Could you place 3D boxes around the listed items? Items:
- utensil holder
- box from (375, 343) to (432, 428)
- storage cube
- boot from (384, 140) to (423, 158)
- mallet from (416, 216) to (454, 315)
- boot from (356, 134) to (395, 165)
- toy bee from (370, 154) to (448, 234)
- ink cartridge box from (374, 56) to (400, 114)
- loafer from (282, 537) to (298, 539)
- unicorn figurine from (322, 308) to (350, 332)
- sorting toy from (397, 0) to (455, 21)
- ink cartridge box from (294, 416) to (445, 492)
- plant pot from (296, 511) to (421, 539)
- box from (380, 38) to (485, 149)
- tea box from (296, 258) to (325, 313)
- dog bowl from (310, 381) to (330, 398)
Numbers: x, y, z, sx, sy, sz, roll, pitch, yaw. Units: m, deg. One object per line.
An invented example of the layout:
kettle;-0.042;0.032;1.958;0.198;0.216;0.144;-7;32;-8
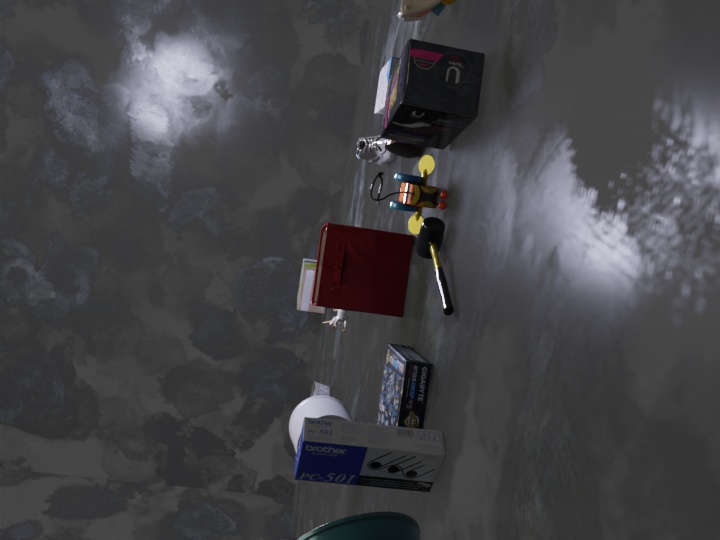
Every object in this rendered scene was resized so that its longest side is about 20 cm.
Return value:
utensil holder;-0.089;0.416;1.838;0.200;0.170;0.170;-173;91;-81
box;0.070;0.217;1.245;0.200;0.046;0.159;-165;83;-83
storage cube;0.000;0.000;1.520;0.200;0.180;0.171;168;110;-84
boot;0.107;-0.292;1.489;0.200;0.075;0.097;170;120;-75
mallet;0.123;-0.012;1.138;0.200;0.041;0.066;-100;16;-57
boot;0.039;-0.320;1.907;0.200;0.095;0.074;136;141;-79
toy bee;0.101;-0.121;1.248;0.200;0.109;0.131;-48;-34;-55
ink cartridge box;0.085;-0.444;1.791;0.200;0.068;0.116;-134;52;-81
loafer;-0.301;1.213;3.030;0.073;0.072;0.200;118;158;-68
unicorn figurine;-0.063;0.139;2.372;0.137;0.074;0.200;-75;11;-65
sorting toy;0.137;-0.574;1.433;0.180;0.107;0.200;-78;-4;-85
ink cartridge box;0.012;0.262;1.034;0.044;0.200;0.094;-91;12;-50
plant pot;0.010;0.450;0.954;0.188;0.200;0.200;-110;25;-42
box;0.110;-0.277;1.172;0.200;0.122;0.106;153;125;-81
tea box;-0.215;0.070;3.380;0.197;0.133;0.200;-109;28;-74
dog bowl;-0.153;0.512;2.682;0.200;0.059;0.200;-172;90;-82
